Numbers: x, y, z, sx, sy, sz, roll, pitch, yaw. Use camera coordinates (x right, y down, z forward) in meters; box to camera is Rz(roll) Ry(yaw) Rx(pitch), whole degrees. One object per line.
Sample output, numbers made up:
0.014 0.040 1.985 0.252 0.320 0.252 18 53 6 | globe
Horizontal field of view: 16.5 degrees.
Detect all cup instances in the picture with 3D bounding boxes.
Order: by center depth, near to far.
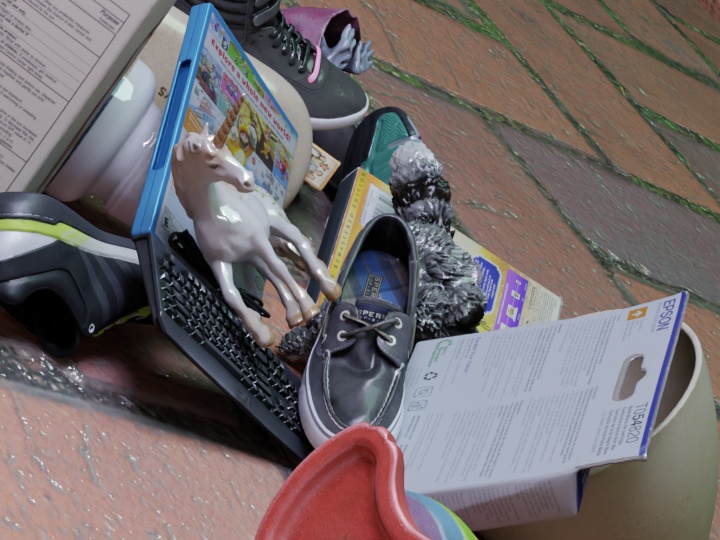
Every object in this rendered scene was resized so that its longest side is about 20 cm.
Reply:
0.163 0.142 1.687 0.143 0.200 0.200 61 8 -26 | cup

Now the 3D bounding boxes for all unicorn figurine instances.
-0.071 -0.025 1.570 0.137 0.074 0.200 58 -5 -1 | unicorn figurine

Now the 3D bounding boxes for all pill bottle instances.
-0.209 -0.117 1.672 0.200 0.111 0.111 35 18 -9 | pill bottle

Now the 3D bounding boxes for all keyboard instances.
-0.084 0.034 1.565 0.200 0.021 0.127 48 18 -49 | keyboard

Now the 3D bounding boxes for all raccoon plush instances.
0.000 0.000 1.763 0.134 0.097 0.200 5 48 -28 | raccoon plush

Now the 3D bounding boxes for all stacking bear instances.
0.034 0.183 1.430 0.200 0.114 0.121 32 28 -54 | stacking bear

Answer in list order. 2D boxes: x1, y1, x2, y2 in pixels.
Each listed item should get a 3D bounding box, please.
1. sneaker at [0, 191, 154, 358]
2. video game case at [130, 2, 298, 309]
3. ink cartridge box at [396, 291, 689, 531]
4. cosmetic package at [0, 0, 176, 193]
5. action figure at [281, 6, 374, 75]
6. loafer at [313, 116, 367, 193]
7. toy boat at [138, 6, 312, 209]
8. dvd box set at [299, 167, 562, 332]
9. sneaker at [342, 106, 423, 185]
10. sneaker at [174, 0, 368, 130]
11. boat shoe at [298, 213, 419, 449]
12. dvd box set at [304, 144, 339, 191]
-0.179 0.017 1.517 0.200 0.072 0.083 28 58 -54 | sneaker
-0.094 -0.059 1.663 0.143 0.018 0.200 56 35 -43 | video game case
0.109 0.095 1.595 0.200 0.200 0.041 -63 136 -56 | ink cartridge box
-0.208 -0.129 1.558 0.103 0.200 0.087 39 19 -1 | cosmetic package
-0.096 -0.178 2.057 0.200 0.134 0.149 8 53 13 | action figure
-0.031 -0.112 2.084 0.072 0.073 0.200 19 15 -26 | loafer
-0.136 -0.107 1.819 0.200 0.131 0.131 33 -10 -17 | toy boat
0.055 0.030 1.857 0.200 0.029 0.146 32 48 -19 | dvd box set
0.043 -0.031 1.977 0.088 0.074 0.200 31 43 -55 | sneaker
-0.066 -0.176 1.845 0.200 0.099 0.071 25 44 -19 | sneaker
0.007 0.038 1.616 0.070 0.066 0.200 15 42 2 | boat shoe
-0.108 -0.132 1.944 0.200 0.029 0.146 36 1 -6 | dvd box set
